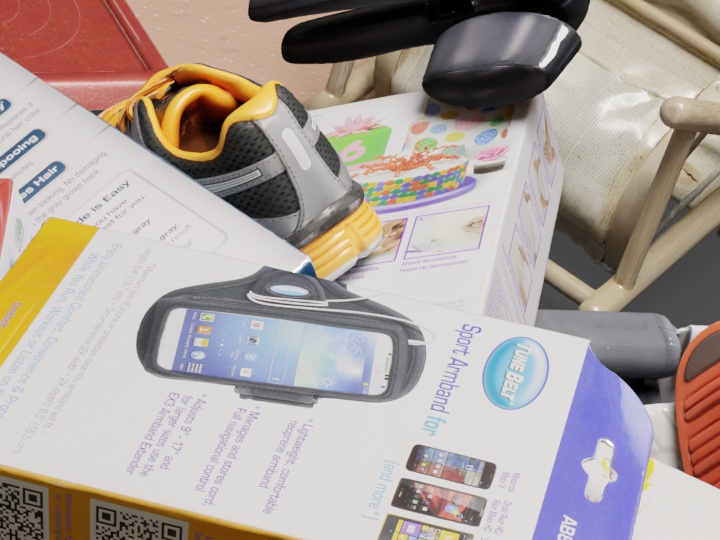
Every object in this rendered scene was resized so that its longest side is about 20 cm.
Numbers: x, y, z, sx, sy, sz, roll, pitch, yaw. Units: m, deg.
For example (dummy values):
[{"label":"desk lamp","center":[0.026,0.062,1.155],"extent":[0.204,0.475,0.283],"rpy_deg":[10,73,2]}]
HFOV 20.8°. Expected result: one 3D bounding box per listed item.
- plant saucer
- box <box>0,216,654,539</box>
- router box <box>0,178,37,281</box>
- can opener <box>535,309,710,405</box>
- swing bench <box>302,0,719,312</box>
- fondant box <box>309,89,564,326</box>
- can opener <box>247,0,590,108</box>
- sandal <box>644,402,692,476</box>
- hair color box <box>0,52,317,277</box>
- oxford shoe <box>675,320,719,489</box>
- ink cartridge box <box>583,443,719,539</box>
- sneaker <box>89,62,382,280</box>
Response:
[{"label":"plant saucer","center":[-0.191,-0.122,0.951],"extent":[0.199,0.037,0.200],"rpy_deg":[-3,41,-31]},{"label":"box","center":[-0.020,0.049,0.561],"extent":[0.199,0.042,0.119],"rpy_deg":[14,35,9]},{"label":"router box","center":[-0.198,0.069,0.615],"extent":[0.179,0.049,0.201],"rpy_deg":[-6,50,8]},{"label":"can opener","center":[0.119,0.053,0.841],"extent":[0.199,0.053,0.067],"rpy_deg":[2,40,-17]},{"label":"swing bench","center":[0.111,-0.098,0.975],"extent":[0.199,0.130,0.200],"rpy_deg":[36,35,25]},{"label":"fondant box","center":[0.000,0.000,0.807],"extent":[0.144,0.058,0.200],"rpy_deg":[-9,33,19]},{"label":"can opener","center":[0.020,-0.118,0.863],"extent":[0.200,0.064,0.079],"rpy_deg":[8,47,46]},{"label":"sandal","center":[0.149,0.088,0.806],"extent":[0.202,0.050,0.083],"rpy_deg":[-16,82,-18]},{"label":"hair color box","center":[-0.111,0.001,0.725],"extent":[0.100,0.061,0.200],"rpy_deg":[-42,53,-20]},{"label":"oxford shoe","center":[0.189,0.109,0.761],"extent":[0.072,0.071,0.201],"rpy_deg":[-7,67,-53]},{"label":"ink cartridge box","center":[0.062,0.109,0.593],"extent":[0.199,0.067,0.116],"rpy_deg":[24,37,16]},{"label":"sneaker","center":[-0.071,-0.049,0.797],"extent":[0.200,0.077,0.078],"rpy_deg":[12,45,47]}]
